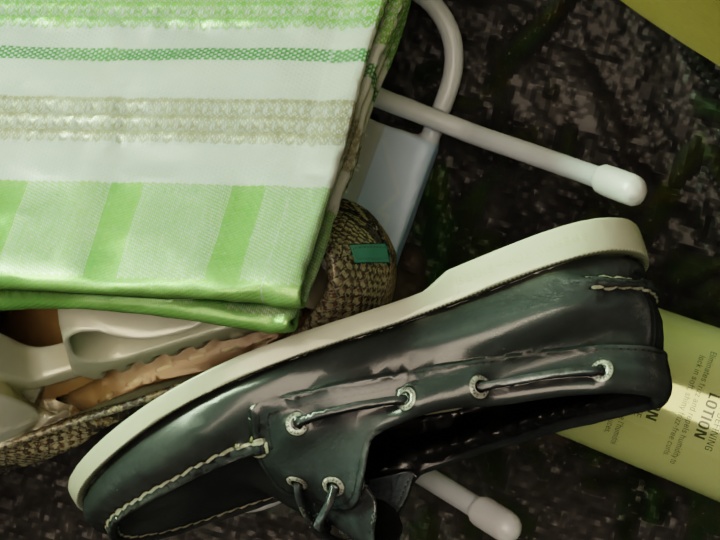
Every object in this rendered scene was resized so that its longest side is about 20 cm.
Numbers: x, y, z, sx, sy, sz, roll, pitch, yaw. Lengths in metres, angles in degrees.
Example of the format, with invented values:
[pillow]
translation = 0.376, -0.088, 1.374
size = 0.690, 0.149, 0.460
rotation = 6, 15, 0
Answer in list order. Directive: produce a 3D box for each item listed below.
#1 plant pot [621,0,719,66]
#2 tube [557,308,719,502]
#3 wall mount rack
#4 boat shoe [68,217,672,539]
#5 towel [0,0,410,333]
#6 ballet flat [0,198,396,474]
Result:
[plant pot]
translation = 0.128, -0.160, 0.719
size = 0.200, 0.200, 0.177
rotation = -43, 63, 9
[tube]
translation = 0.154, 0.060, 0.810
size = 0.199, 0.052, 0.058
rotation = 21, 137, 8
[wall mount rack]
translation = 0.000, 0.000, 0.831
size = 0.173, 0.075, 0.201
rotation = 21, 94, 13
[boat shoe]
translation = 0.005, 0.053, 0.755
size = 0.198, 0.075, 0.066
rotation = -23, 70, 6
[towel]
translation = -0.060, -0.064, 0.789
size = 0.148, 0.031, 0.201
rotation = 3, 52, 19
[ballet flat]
translation = -0.087, 0.020, 0.783
size = 0.199, 0.075, 0.068
rotation = -17, 83, 16
